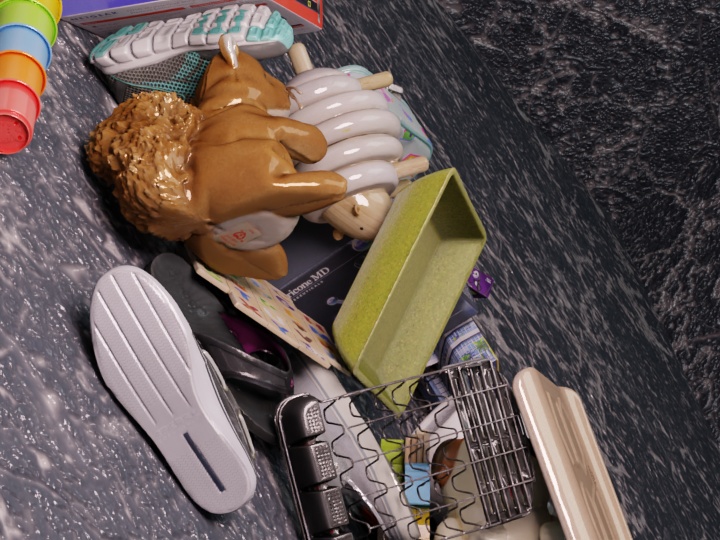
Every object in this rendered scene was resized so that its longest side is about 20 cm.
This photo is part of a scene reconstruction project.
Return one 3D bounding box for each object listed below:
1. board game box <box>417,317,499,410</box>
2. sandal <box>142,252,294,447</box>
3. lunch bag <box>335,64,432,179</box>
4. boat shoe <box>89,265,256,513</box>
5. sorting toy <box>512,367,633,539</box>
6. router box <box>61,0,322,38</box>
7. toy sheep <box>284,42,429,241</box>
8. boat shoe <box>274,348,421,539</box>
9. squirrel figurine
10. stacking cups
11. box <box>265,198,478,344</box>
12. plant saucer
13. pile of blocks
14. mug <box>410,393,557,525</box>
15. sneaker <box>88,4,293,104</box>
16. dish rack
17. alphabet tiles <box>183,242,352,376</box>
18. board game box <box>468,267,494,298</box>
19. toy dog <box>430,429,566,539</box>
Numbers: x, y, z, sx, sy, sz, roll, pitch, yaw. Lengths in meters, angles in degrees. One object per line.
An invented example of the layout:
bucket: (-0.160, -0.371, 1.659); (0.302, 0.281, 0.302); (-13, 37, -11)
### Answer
board game box: (0.083, 0.082, 1.713); (0.200, 0.061, 0.200); (59, -11, 31)
sandal: (-0.103, 0.065, 1.274); (0.201, 0.048, 0.075); (50, 30, -9)
lunch bag: (-0.034, -0.121, 1.592); (0.160, 0.200, 0.077); (34, 25, -50)
boat shoe: (-0.139, 0.087, 1.142); (0.071, 0.072, 0.201); (-86, 152, -79)
sorting toy: (0.184, 0.183, 1.346); (0.200, 0.036, 0.186); (24, 45, -69)
router box: (-0.160, -0.259, 1.481); (0.179, 0.199, 0.049); (13, 73, -69)
toy sheep: (-0.021, -0.118, 1.415); (0.201, 0.137, 0.138); (66, 17, 16)
boat shoe: (-0.020, 0.160, 1.338); (0.201, 0.071, 0.070); (57, -3, 22)
squirrel figurine: (-0.127, -0.109, 1.297); (0.199, 0.142, 0.187); (3, 57, -21)
stacking cups: (-0.277, -0.162, 1.223); (0.061, 0.060, 0.200); (47, 23, -32)
box: (0.000, 0.000, 1.558); (0.200, 0.148, 0.107); (40, 22, -45)
plant saucer: (0.039, 0.018, 1.406); (0.048, 0.201, 0.200); (23, -10, 19)
pile of blocks: (0.032, 0.197, 1.417); (0.200, 0.062, 0.083); (-87, 179, -73)
mug: (0.142, 0.209, 1.534); (0.175, 0.148, 0.200); (46, -18, -6)
sneaker: (-0.146, -0.186, 1.416); (0.078, 0.199, 0.092); (-61, 139, -51)
dish rack: (0.042, 0.157, 1.265); (0.055, 0.199, 0.154); (154, -77, -69)
alphabet tiles: (-0.085, 0.027, 1.362); (0.166, 0.006, 0.200); (35, 5, -19)
board game box: (0.043, -0.022, 1.744); (0.200, 0.120, 0.032); (31, 68, -32)
toy dog: (0.127, 0.243, 1.384); (0.194, 0.139, 0.201); (144, -53, -87)
